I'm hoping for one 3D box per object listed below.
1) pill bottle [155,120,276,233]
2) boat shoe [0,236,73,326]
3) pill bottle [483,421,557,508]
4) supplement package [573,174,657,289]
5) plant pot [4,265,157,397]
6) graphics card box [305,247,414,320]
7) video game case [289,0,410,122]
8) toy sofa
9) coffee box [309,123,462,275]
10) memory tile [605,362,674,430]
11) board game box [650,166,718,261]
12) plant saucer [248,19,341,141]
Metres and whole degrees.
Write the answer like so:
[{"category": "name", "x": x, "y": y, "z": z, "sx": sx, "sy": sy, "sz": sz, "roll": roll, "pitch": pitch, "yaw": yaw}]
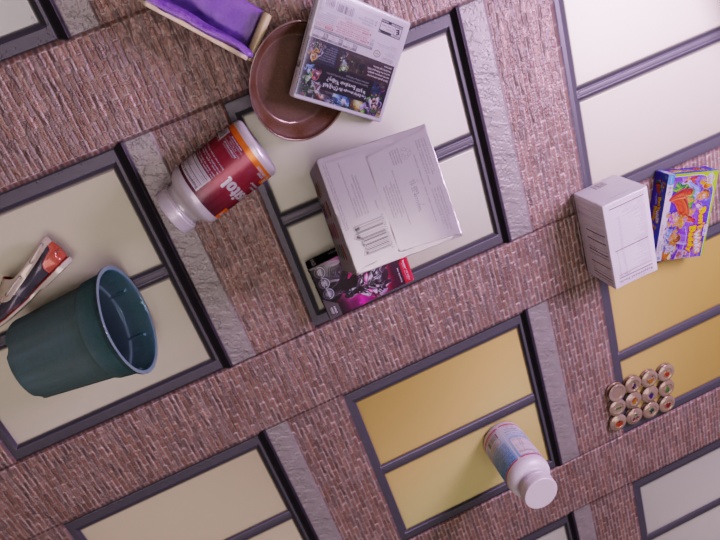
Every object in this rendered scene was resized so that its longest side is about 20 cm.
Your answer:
[{"category": "pill bottle", "x": -0.256, "y": -0.160, "z": 1.085, "sx": 0.199, "sy": 0.113, "sz": 0.114, "roll": -37, "pitch": 116, "yaw": 2}, {"category": "boat shoe", "x": -0.600, "y": 0.028, "z": 1.088, "sx": 0.200, "sy": 0.071, "sz": 0.063, "roll": -43, "pitch": 110, "yaw": 2}, {"category": "pill bottle", "x": 0.378, "y": 0.459, "z": 1.455, "sx": 0.106, "sy": 0.200, "sz": 0.111, "roll": -5, "pitch": 113, "yaw": -12}, {"category": "supplement package", "x": 0.555, "y": -0.084, "z": 1.340, "sx": 0.112, "sy": 0.110, "sz": 0.203, "roll": -22, "pitch": 115, "yaw": -6}, {"category": "plant pot", "x": -0.497, "y": 0.122, "z": 1.097, "sx": 0.193, "sy": 0.201, "sz": 0.203, "roll": -21, "pitch": 116, "yaw": 3}, {"category": "graphics card box", "x": 0.000, "y": 0.000, "z": 1.253, "sx": 0.197, "sy": 0.051, "sz": 0.127, "roll": -24, "pitch": 115, "yaw": -4}, {"category": "video game case", "x": -0.016, "y": -0.374, "z": 1.084, "sx": 0.197, "sy": 0.023, "sz": 0.185, "roll": 5, "pitch": 110, "yaw": -38}, {"category": "toy sofa", "x": -0.248, "y": -0.423, "z": 0.992, "sx": 0.197, "sy": 0.098, "sz": 0.084, "roll": 23, "pitch": 104, "yaw": -21}, {"category": "coffee box", "x": 0.036, "y": -0.122, "z": 1.109, "sx": 0.197, "sy": 0.198, "sz": 0.203, "roll": -20, "pitch": 96, "yaw": -7}, {"category": "memory tile", "x": 0.732, "y": 0.331, "z": 1.605, "sx": 0.196, "sy": 0.017, "sz": 0.156, "roll": -18, "pitch": 114, "yaw": -8}, {"category": "board game box", "x": 0.729, "y": -0.129, "z": 1.407, "sx": 0.132, "sy": 0.045, "sz": 0.204, "roll": -7, "pitch": 112, "yaw": -13}, {"category": "plant saucer", "x": -0.110, "y": -0.331, "z": 1.077, "sx": 0.197, "sy": 0.037, "sz": 0.204, "roll": -17, "pitch": 122, "yaw": -29}]
